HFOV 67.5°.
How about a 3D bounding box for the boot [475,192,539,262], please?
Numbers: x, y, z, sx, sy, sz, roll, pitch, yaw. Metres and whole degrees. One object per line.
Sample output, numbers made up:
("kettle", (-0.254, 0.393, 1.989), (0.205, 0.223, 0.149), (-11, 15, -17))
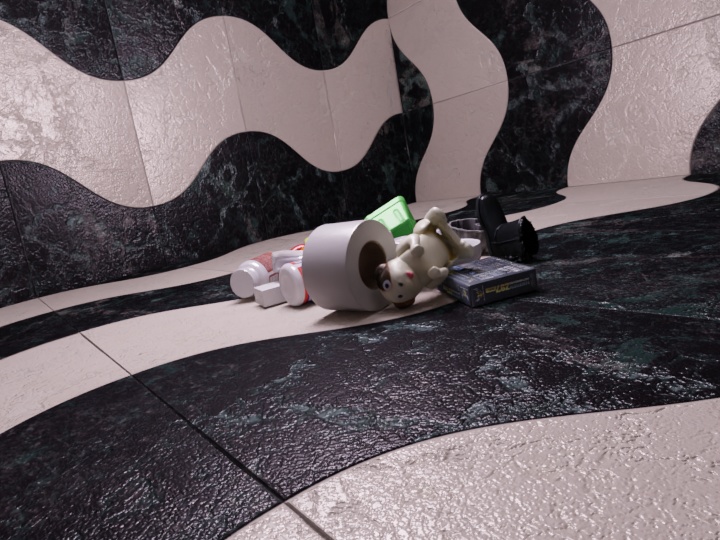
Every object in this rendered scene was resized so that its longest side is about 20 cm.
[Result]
("boot", (0.391, -0.118, 1.439), (0.072, 0.202, 0.162), (-16, 5, -19))

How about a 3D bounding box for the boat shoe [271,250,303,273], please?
("boat shoe", (-0.153, -0.021, 1.529), (0.196, 0.070, 0.072), (-1, -6, -16))

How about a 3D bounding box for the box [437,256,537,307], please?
("box", (0.271, 0.021, 1.194), (0.154, 0.052, 0.200), (-13, 11, -12))

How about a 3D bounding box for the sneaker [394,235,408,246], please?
("sneaker", (0.085, -0.019, 1.387), (0.073, 0.121, 0.200), (-16, 1, -25))

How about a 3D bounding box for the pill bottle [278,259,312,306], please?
("pill bottle", (-0.112, 0.017, 1.445), (0.197, 0.115, 0.112), (-17, 12, -34))

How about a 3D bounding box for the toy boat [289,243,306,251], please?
("toy boat", (-0.145, -0.034, 1.631), (0.196, 0.133, 0.131), (-7, -21, 22))

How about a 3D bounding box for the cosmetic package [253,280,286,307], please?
("cosmetic package", (-0.194, 0.051, 1.519), (0.197, 0.052, 0.082), (-15, 13, -26))

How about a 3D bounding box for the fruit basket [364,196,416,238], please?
("fruit basket", (0.090, -0.108, 1.560), (0.154, 0.218, 0.216), (-31, 10, 2))

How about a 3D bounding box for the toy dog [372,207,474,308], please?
("toy dog", (0.116, -0.017, 1.192), (0.200, 0.140, 0.193), (-45, 16, -23))

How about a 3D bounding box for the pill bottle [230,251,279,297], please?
("pill bottle", (-0.312, 0.016, 1.658), (0.110, 0.115, 0.200), (-7, 10, 21))

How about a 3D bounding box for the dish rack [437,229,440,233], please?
("dish rack", (0.271, -0.110, 1.937), (0.198, 0.045, 0.170), (-19, 12, -38))

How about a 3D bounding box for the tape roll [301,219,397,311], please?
("tape roll", (-0.021, -0.010, 1.238), (0.137, 0.207, 0.201), (-3, 12, 39))

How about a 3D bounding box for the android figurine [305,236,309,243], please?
("android figurine", (-0.133, -0.054, 1.758), (0.198, 0.041, 0.184), (-32, 45, 20))

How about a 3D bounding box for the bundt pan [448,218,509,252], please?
("bundt pan", (0.366, -0.106, 1.657), (0.197, 0.077, 0.202), (-1, 17, 0))

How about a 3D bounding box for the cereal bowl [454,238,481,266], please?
("cereal bowl", (0.217, -0.021, 1.389), (0.196, 0.085, 0.200), (-10, 11, 2))
